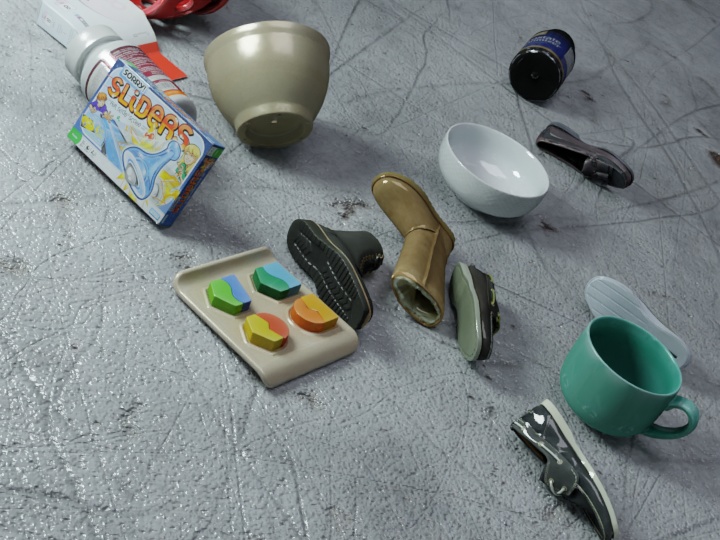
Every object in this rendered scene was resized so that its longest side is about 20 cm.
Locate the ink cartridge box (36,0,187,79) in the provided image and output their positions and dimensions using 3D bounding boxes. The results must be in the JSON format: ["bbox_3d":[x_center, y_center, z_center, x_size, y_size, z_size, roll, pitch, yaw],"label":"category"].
[{"bbox_3d":[-0.387,-0.370,1.907,0.199,0.057,0.162,36,34,19],"label":"ink cartridge box"}]

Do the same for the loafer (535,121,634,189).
[{"bbox_3d":[0.418,-0.206,2.266,0.199,0.072,0.063,36,54,22],"label":"loafer"}]

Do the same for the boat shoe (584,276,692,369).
[{"bbox_3d":[0.436,0.086,1.896,0.200,0.072,0.062,44,12,16],"label":"boat shoe"}]

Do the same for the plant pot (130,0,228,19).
[{"bbox_3d":[-0.317,-0.525,2.037,0.200,0.201,0.182,44,28,22],"label":"plant pot"}]

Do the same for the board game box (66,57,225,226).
[{"bbox_3d":[-0.294,-0.175,1.637,0.200,0.136,0.034,41,12,19],"label":"board game box"}]

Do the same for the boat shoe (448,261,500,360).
[{"bbox_3d":[0.172,0.059,1.720,0.060,0.072,0.202,14,34,-13],"label":"boat shoe"}]

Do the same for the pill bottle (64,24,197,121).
[{"bbox_3d":[-0.336,-0.262,1.744,0.200,0.110,0.109,45,37,23],"label":"pill bottle"}]

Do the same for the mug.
[{"bbox_3d":[0.362,0.168,1.677,0.151,0.115,0.186,4,41,-32],"label":"mug"}]

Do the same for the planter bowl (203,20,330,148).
[{"bbox_3d":[-0.139,-0.273,1.853,0.198,0.200,0.136,6,66,-30],"label":"planter bowl"}]

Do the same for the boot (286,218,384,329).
[{"bbox_3d":[0.000,0.000,1.680,0.137,0.078,0.201,3,42,-40],"label":"boot"}]

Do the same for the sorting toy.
[{"bbox_3d":[-0.118,0.050,1.556,0.200,0.037,0.184,45,37,22],"label":"sorting toy"}]

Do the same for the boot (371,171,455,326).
[{"bbox_3d":[0.071,-0.037,1.752,0.175,0.066,0.201,41,31,-14],"label":"boot"}]

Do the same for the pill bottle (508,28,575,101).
[{"bbox_3d":[0.382,-0.431,2.482,0.111,0.112,0.200,31,34,5],"label":"pill bottle"}]

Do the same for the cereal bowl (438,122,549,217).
[{"bbox_3d":[0.215,-0.157,2.026,0.198,0.084,0.201,19,35,-14],"label":"cereal bowl"}]

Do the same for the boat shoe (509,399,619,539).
[{"bbox_3d":[0.264,0.264,1.541,0.067,0.072,0.201,-26,61,-8],"label":"boat shoe"}]
